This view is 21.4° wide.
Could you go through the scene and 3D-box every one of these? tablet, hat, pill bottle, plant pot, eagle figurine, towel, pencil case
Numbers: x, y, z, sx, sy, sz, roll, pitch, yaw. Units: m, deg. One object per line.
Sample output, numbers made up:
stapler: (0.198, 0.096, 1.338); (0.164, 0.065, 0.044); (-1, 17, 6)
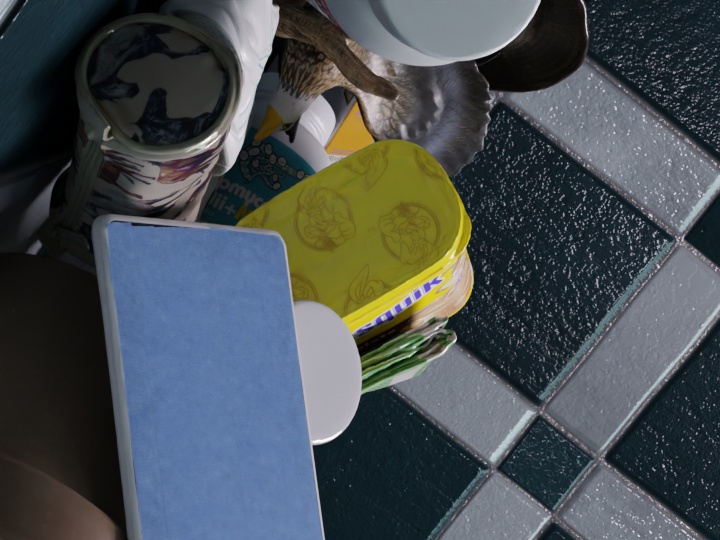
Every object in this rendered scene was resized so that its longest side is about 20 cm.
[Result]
tablet: (-0.072, 0.073, 0.945); (0.014, 0.202, 0.130); (-17, 165, 41)
hat: (0.048, -0.179, 1.237); (0.081, 0.201, 0.201); (-38, 172, -30)
pill bottle: (-0.095, 0.068, 1.085); (0.199, 0.110, 0.109); (-11, -150, 44)
plant pot: (-0.180, 0.093, 0.964); (0.200, 0.199, 0.175); (-54, -166, 54)
eagle figurine: (-0.013, -0.134, 1.181); (0.150, 0.153, 0.200); (-21, 167, 16)
towel: (-0.037, 0.094, 1.240); (0.199, 0.024, 0.153); (-28, 174, -12)
pill bottle: (0.024, -0.163, 0.939); (0.111, 0.110, 0.200); (-52, -159, 6)
pencil case: (-0.114, -0.059, 0.971); (0.089, 0.078, 0.200); (-42, 175, -22)
pill bottle: (-0.089, -0.040, 1.334); (0.201, 0.110, 0.111); (-64, -176, -26)

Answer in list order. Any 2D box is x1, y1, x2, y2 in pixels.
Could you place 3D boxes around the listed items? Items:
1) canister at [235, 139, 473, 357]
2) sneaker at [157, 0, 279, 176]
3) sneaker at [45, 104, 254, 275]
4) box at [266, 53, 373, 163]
canister: (0.000, 0.000, 1.217); (0.148, 0.087, 0.200); (-30, 168, 1)
sneaker: (-0.078, -0.114, 1.033); (0.081, 0.070, 0.200); (-61, -176, -24)
sneaker: (-0.126, -0.038, 1.172); (0.200, 0.073, 0.071); (-53, 172, -35)
box: (-0.021, -0.140, 1.430); (0.200, 0.041, 0.120); (-52, -136, 45)
